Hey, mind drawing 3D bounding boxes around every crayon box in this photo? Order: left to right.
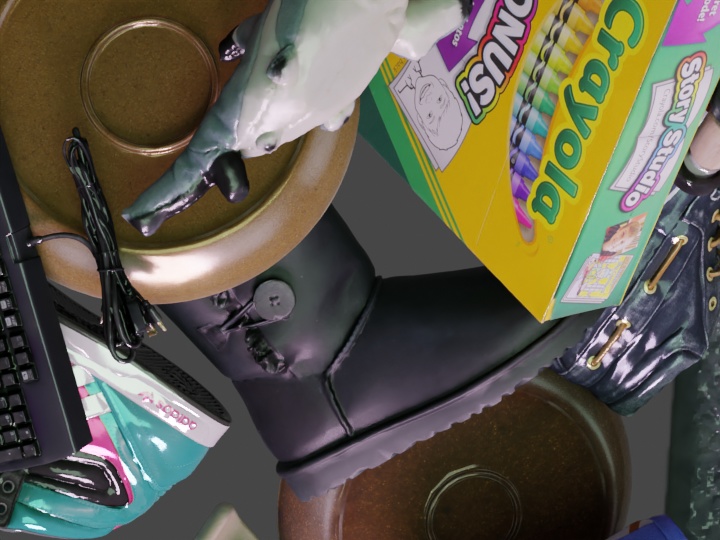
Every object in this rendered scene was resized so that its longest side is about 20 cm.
[{"bbox_3d":[0.083,-0.109,1.071,0.058,0.173,0.201,-8,131,-36],"label":"crayon box"}]

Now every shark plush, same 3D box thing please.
[{"bbox_3d":[-0.031,-0.094,1.062,0.091,0.083,0.201,27,93,-44],"label":"shark plush"}]

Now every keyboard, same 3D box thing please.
[{"bbox_3d":[-0.164,-0.009,1.068,0.127,0.021,0.201,-15,98,13],"label":"keyboard"}]

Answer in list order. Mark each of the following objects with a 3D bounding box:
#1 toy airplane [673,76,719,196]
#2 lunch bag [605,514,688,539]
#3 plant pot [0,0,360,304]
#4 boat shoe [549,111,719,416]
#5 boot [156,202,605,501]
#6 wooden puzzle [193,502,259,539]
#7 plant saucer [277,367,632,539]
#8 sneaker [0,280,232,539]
[{"bbox_3d":[0.255,-0.068,1.086,0.199,0.199,0.141,53,52,-38],"label":"toy airplane"},{"bbox_3d":[0.110,0.229,1.207,0.169,0.124,0.200,-27,135,-9],"label":"lunch bag"},{"bbox_3d":[-0.098,-0.085,1.095,0.199,0.027,0.201,1,83,-4],"label":"plant pot"},{"bbox_3d":[0.164,-0.022,1.206,0.091,0.071,0.200,36,101,-16],"label":"boat shoe"},{"bbox_3d":[0.000,0.000,1.139,0.200,0.076,0.168,-31,104,15],"label":"boot"},{"bbox_3d":[-0.058,0.248,1.185,0.200,0.037,0.185,53,54,-27],"label":"wooden puzzle"},{"bbox_3d":[0.056,0.127,1.241,0.199,0.034,0.201,-4,108,-13],"label":"plant saucer"},{"bbox_3d":[-0.176,0.064,1.138,0.200,0.084,0.121,35,95,-12],"label":"sneaker"}]
